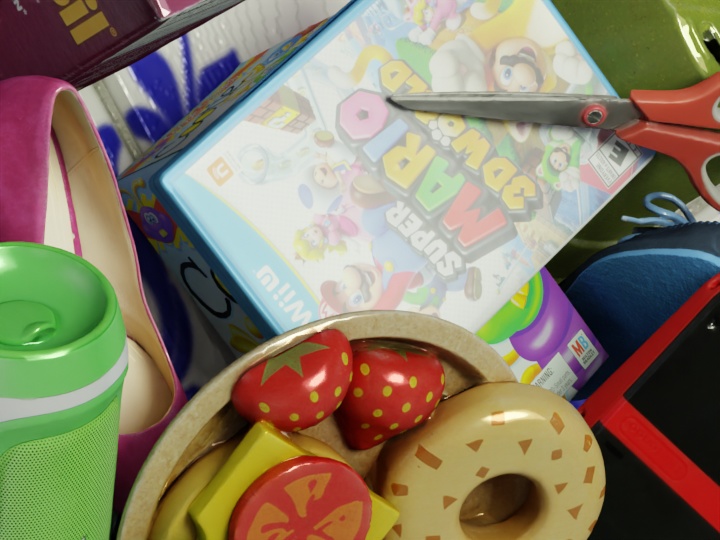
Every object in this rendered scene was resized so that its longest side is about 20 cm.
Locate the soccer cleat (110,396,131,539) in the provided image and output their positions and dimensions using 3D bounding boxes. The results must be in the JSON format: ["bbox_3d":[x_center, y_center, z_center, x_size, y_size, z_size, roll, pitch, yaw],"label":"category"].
[{"bbox_3d":[-0.101,0.120,1.092,0.081,0.067,0.201,-32,99,-16],"label":"soccer cleat"}]

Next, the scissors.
[{"bbox_3d":[0.114,-0.074,1.111,0.199,0.073,0.014,17,34,-21],"label":"scissors"}]

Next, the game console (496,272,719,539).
[{"bbox_3d":[0.170,0.122,1.121,0.200,0.031,0.177,42,97,-14],"label":"game console"}]

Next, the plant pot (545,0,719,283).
[{"bbox_3d":[0.133,-0.105,1.228,0.199,0.190,0.202,9,73,-32],"label":"plant pot"}]

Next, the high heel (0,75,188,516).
[{"bbox_3d":[-0.099,0.016,1.013,0.067,0.096,0.201,-32,101,-38],"label":"high heel"}]

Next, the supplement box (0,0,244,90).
[{"bbox_3d":[-0.120,-0.147,1.055,0.103,0.200,0.132,-29,94,-36],"label":"supplement box"}]

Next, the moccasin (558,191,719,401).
[{"bbox_3d":[0.134,0.004,1.192,0.081,0.200,0.068,49,65,-10],"label":"moccasin"}]

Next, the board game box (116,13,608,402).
[{"bbox_3d":[0.000,0.000,1.161,0.105,0.103,0.200,-45,104,-33],"label":"board game box"}]

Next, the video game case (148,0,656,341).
[{"bbox_3d":[0.023,-0.044,1.101,0.200,0.018,0.143,-43,104,-23],"label":"video game case"}]

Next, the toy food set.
[{"bbox_3d":[-0.007,0.109,1.034,0.200,0.049,0.198,33,97,-39],"label":"toy food set"}]

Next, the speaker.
[{"bbox_3d":[-0.136,0.091,0.989,0.088,0.088,0.201,-23,135,-36],"label":"speaker"}]
